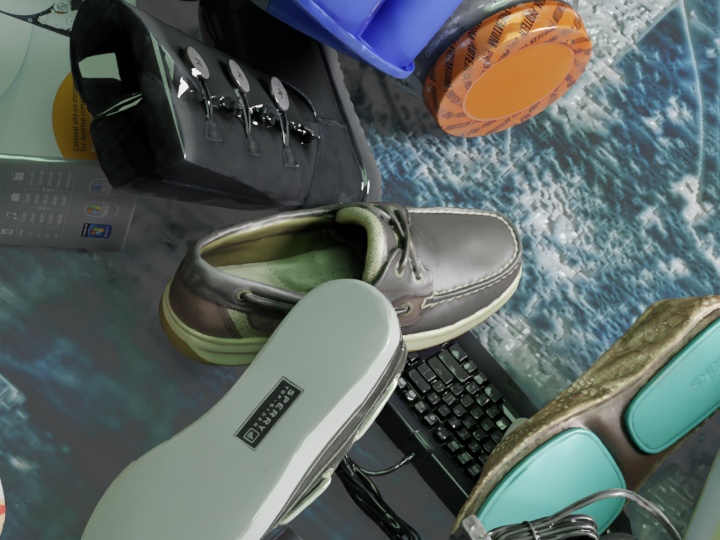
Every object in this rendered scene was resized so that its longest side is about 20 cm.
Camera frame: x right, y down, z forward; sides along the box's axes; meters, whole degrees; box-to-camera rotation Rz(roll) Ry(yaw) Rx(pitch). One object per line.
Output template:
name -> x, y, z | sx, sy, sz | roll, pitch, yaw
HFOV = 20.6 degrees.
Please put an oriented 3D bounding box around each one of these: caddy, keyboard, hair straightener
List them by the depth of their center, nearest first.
hair straightener -> 0.057, 0.139, 0.881 | 0.198, 0.077, 0.041 | -11, 61, -16
caddy -> -0.027, -0.182, 0.998 | 0.200, 0.105, 0.141 | 53, 15, 28
keyboard -> 0.036, 0.085, 0.998 | 0.127, 0.021, 0.200 | -31, 71, -31

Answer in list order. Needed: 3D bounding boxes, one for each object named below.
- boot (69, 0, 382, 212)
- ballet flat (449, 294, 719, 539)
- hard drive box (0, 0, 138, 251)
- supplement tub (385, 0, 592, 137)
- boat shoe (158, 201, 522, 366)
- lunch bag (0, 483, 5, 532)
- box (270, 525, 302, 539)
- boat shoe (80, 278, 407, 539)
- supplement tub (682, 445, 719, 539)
boot -> -0.080, -0.101, 0.988 | 0.199, 0.066, 0.166 | 7, 47, -59
ballet flat -> 0.113, 0.082, 0.977 | 0.199, 0.065, 0.071 | -35, 113, -17
hard drive box -> -0.214, -0.098, 1.002 | 0.198, 0.077, 0.157 | 2, 57, -16
supplement tub -> 0.044, -0.182, 1.109 | 0.122, 0.123, 0.201 | -13, 63, -24
boat shoe -> -0.001, -0.001, 0.990 | 0.199, 0.066, 0.072 | -10, 61, -23
lunch bag -> -0.231, 0.048, 0.836 | 0.175, 0.082, 0.201 | -23, 78, 13
box -> -0.061, 0.216, 0.874 | 0.110, 0.035, 0.200 | 42, 56, 11
boat shoe -> -0.049, 0.095, 0.932 | 0.200, 0.064, 0.071 | -45, 61, -10
supplement tub -> 0.237, 0.123, 0.961 | 0.144, 0.145, 0.201 | 29, 55, 2
